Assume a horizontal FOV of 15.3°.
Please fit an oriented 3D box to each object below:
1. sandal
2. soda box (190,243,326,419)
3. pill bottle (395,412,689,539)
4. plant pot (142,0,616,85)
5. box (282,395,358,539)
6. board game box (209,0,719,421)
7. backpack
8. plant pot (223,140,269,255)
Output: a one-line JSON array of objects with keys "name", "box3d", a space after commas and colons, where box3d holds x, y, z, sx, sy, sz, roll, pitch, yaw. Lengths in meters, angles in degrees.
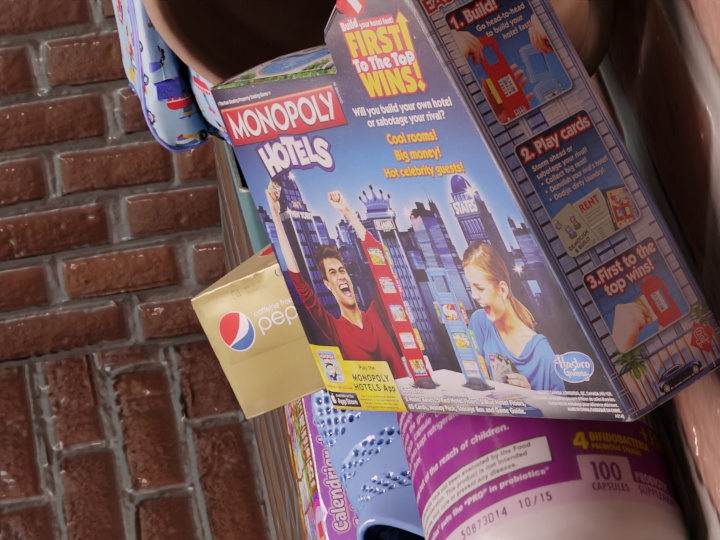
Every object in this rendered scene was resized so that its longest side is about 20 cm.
[{"name": "sandal", "box3d": [0.031, 0.115, 1.247, 0.200, 0.087, 0.080, 54, 125, 33]}, {"name": "soda box", "box3d": [0.000, 0.000, 1.295, 0.064, 0.067, 0.200, 64, -150, -7]}, {"name": "pill bottle", "box3d": [0.071, 0.058, 1.185, 0.113, 0.111, 0.201, 90, 168, -56]}, {"name": "plant pot", "box3d": [0.013, -0.180, 1.134, 0.201, 0.199, 0.176, 92, -176, -59]}, {"name": "box", "box3d": [-0.014, 0.103, 1.450, 0.200, 0.039, 0.138, 111, 149, -80]}, {"name": "board game box", "box3d": [0.031, -0.044, 1.060, 0.199, 0.061, 0.201, -1, 113, 55]}, {"name": "backpack", "box3d": [-0.060, -0.145, 1.445, 0.200, 0.134, 0.184, -120, 21, -65]}, {"name": "plant pot", "box3d": [0.002, -0.011, 1.599, 0.142, 0.140, 0.201, -109, 9, -57]}]
